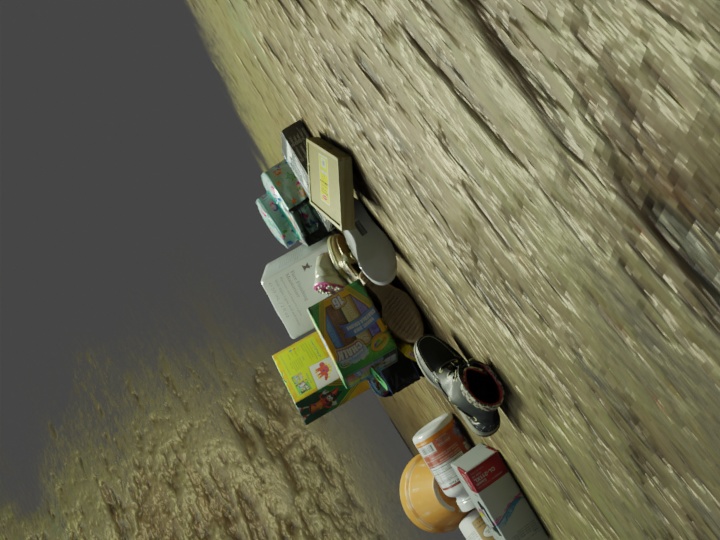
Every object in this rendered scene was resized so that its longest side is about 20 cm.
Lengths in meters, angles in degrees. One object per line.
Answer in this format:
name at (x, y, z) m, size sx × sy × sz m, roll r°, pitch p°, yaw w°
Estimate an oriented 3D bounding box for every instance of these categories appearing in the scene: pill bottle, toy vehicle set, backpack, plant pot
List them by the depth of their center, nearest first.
toy vehicle set at (-0.056, -0.160, 1.491) m, size 0.200 × 0.026 × 0.128 m, roll -136°, pitch 41°, yaw -63°
pill bottle at (0.214, 0.441, 1.899) m, size 0.203 × 0.111 × 0.112 m, roll 58°, pitch 172°, yaw 3°
backpack at (0.043, 0.174, 1.921) m, size 0.185 × 0.133 × 0.200 m, roll 62°, pitch 174°, yaw -21°
pill bottle at (0.331, 0.657, 1.957) m, size 0.202 × 0.113 × 0.115 m, roll 55°, pitch 172°, yaw 26°
backpack at (-0.167, -0.159, 1.985) m, size 0.204 × 0.148 × 0.177 m, roll 65°, pitch 172°, yaw -13°
plant pot at (0.211, 0.534, 2.030) m, size 0.203 × 0.198 × 0.184 m, roll 57°, pitch 160°, yaw 9°

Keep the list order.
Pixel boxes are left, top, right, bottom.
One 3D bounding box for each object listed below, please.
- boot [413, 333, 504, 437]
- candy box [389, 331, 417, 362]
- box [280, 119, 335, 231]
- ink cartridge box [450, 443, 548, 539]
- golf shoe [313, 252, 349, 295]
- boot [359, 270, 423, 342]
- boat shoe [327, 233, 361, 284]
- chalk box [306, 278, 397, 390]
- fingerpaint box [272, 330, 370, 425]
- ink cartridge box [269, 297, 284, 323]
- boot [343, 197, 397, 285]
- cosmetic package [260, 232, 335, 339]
boot at (0.163, 0.165, 1.354) m, size 0.205 × 0.073 × 0.155 m, roll 52°, pitch 167°, yaw 21°
candy box at (0.101, 0.150, 1.669) m, size 0.100 × 0.027 × 0.200 m, roll 25°, pitch -175°, yaw -20°
box at (-0.093, -0.191, 1.705) m, size 0.203 × 0.049 × 0.158 m, roll 59°, pitch 172°, yaw 4°
ink cartridge box at (0.279, 0.466, 1.683) m, size 0.203 × 0.082 × 0.146 m, roll 59°, pitch 172°, yaw 2°
golf shoe at (-0.030, 0.014, 1.877) m, size 0.198 × 0.074 × 0.094 m, roll 17°, pitch -121°, yaw -51°
boot at (0.082, 0.086, 1.666) m, size 0.201 × 0.072 × 0.166 m, roll 50°, pitch -178°, yaw 32°
boat shoe at (0.000, 0.000, 1.818) m, size 0.202 × 0.062 × 0.073 m, roll 56°, pitch -143°, yaw 1°
chalk box at (-0.004, 0.146, 1.616) m, size 0.203 × 0.122 × 0.125 m, roll 62°, pitch 173°, yaw 18°
fingerpaint box at (-0.091, 0.229, 1.864) m, size 0.200 × 0.164 × 0.074 m, roll 49°, pitch 165°, yaw 57°
ink cartridge box at (-0.242, 0.106, 3.218) m, size 0.087 × 0.197 × 0.146 m, roll 61°, pitch 171°, yaw -18°
boot at (0.021, -0.040, 1.526) m, size 0.203 × 0.072 × 0.096 m, roll 64°, pitch -178°, yaw 32°
cosmetic package at (-0.115, 0.029, 2.020) m, size 0.167 × 0.197 × 0.165 m, roll 60°, pitch -174°, yaw -13°
